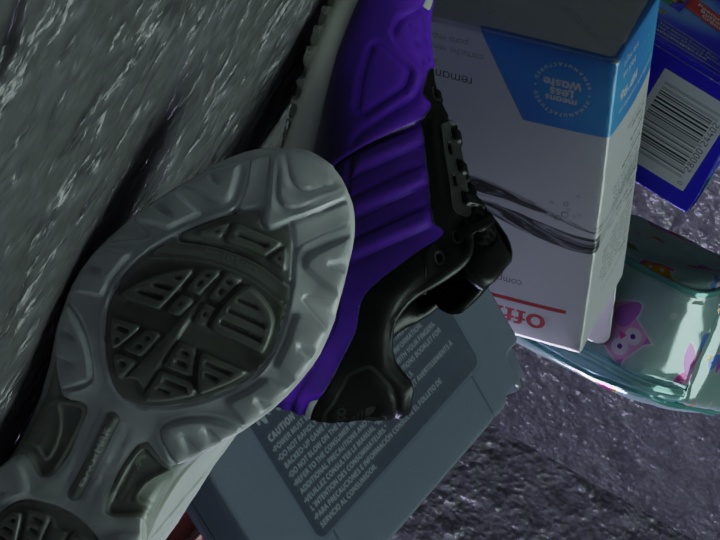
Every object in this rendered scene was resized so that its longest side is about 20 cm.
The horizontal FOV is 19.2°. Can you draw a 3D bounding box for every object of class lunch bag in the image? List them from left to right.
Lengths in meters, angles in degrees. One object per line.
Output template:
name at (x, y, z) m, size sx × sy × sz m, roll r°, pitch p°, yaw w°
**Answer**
lunch bag at (0.145, 0.016, 1.152) m, size 0.200 × 0.160 × 0.077 m, roll 10°, pitch 104°, yaw -57°

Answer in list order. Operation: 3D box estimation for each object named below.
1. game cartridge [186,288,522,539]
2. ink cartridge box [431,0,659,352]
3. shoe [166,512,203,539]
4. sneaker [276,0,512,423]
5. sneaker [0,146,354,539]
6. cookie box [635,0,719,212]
game cartridge at (-0.013, 0.043, 0.891) m, size 0.040 × 0.134 × 0.200 m, roll -14°, pitch -160°, yaw 41°
ink cartridge box at (0.063, -0.039, 0.978) m, size 0.068 × 0.115 × 0.201 m, roll -56°, pitch 155°, yaw -47°
shoe at (-0.064, 0.071, 0.938) m, size 0.200 × 0.071 × 0.091 m, roll -41°, pitch 140°, yaw -38°
sneaker at (0.015, -0.030, 0.829) m, size 0.070 × 0.099 × 0.201 m, roll 102°, pitch 6°, yaw -72°
sneaker at (-0.070, 0.038, 0.716) m, size 0.200 × 0.078 × 0.099 m, roll -53°, pitch -177°, yaw 12°
cookie box at (0.131, -0.141, 1.069) m, size 0.075 × 0.171 × 0.200 m, roll -61°, pitch 175°, yaw 36°
